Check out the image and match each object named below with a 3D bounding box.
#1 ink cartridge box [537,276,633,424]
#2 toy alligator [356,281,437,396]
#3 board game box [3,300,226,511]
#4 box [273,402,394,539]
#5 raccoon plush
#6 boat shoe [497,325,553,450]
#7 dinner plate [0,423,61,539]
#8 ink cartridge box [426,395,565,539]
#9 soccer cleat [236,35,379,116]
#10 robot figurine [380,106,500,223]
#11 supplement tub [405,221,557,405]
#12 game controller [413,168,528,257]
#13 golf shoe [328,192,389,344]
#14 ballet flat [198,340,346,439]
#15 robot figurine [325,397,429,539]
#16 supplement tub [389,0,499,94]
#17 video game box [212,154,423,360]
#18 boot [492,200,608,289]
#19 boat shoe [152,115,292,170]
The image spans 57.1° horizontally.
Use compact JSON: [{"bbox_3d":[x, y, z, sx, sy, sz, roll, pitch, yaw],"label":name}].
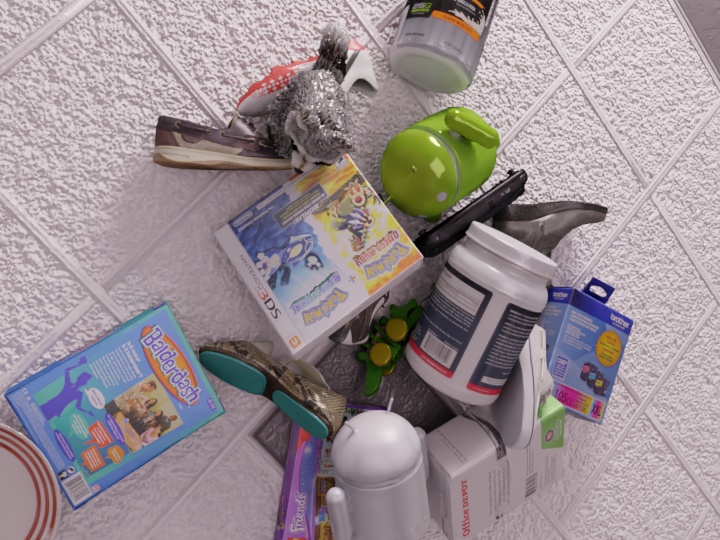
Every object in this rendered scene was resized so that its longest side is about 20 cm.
[{"bbox_3d":[0.330,0.113,1.015,0.134,0.076,0.204,23,81,-21],"label":"ink cartridge box"},{"bbox_3d":[0.048,0.076,0.907,0.054,0.059,0.202,29,77,21],"label":"toy alligator"},{"bbox_3d":[-0.279,0.152,0.772,0.197,0.045,0.155,-30,102,-19],"label":"board game box"},{"bbox_3d":[-0.035,0.279,0.881,0.134,0.039,0.206,11,87,-23],"label":"box"},{"bbox_3d":[-0.046,-0.205,0.745,0.094,0.133,0.206,7,87,-21],"label":"raccoon plush"},{"bbox_3d":[0.225,0.150,0.887,0.064,0.073,0.203,20,42,-9],"label":"boat shoe"},{"bbox_3d":[-0.425,0.254,0.711,0.195,0.024,0.206,-2,98,-15],"label":"dinner plate"},{"bbox_3d":[0.183,0.264,0.922,0.196,0.084,0.148,-23,125,-21],"label":"ink cartridge box"},{"bbox_3d":[-0.063,-0.228,0.844,0.198,0.068,0.087,-30,91,-24],"label":"soccer cleat"},{"bbox_3d":[0.104,-0.144,0.873,0.116,0.176,0.199,48,48,8],"label":"robot figurine"},{"bbox_3d":[0.155,0.056,0.860,0.138,0.141,0.204,20,103,-21],"label":"supplement tub"},{"bbox_3d":[0.143,-0.077,0.914,0.198,0.104,0.043,-34,99,-19],"label":"game controller"},{"bbox_3d":[0.000,0.000,0.883,0.094,0.077,0.205,28,77,-44],"label":"golf shoe"},{"bbox_3d":[-0.104,0.133,0.828,0.197,0.068,0.076,30,47,2],"label":"ballet flat"},{"bbox_3d":[0.025,0.260,0.813,0.168,0.111,0.205,-27,115,-41],"label":"robot figurine"},{"bbox_3d":[0.122,-0.356,0.891,0.120,0.122,0.205,21,83,-21],"label":"supplement tub"},{"bbox_3d":[-0.052,-0.025,0.810,0.198,0.047,0.184,-36,80,-7],"label":"video game box"},{"bbox_3d":[0.281,-0.036,1.003,0.195,0.068,0.134,-5,97,-15],"label":"boot"},{"bbox_3d":[-0.152,-0.156,0.808,0.195,0.072,0.067,-1,96,-17],"label":"boat shoe"}]
